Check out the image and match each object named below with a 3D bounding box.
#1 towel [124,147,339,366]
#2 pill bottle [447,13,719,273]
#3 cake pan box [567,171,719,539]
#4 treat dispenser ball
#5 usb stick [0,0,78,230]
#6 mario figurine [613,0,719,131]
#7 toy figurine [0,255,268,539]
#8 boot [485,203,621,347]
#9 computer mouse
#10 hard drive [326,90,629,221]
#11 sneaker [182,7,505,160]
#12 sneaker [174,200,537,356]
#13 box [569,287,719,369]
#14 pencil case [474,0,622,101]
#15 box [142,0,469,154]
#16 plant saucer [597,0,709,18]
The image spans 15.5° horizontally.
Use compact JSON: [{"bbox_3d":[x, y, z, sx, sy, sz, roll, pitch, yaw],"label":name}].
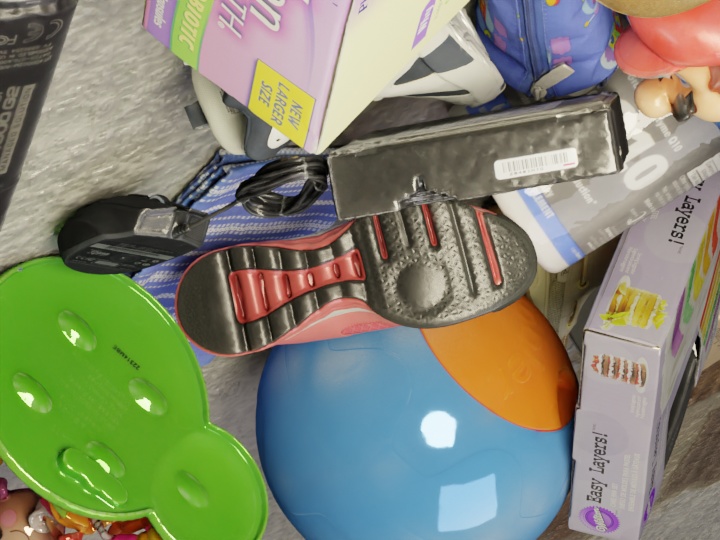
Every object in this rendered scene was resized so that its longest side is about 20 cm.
[{"bbox_3d":[-0.083,0.000,1.499,0.145,0.024,0.200,-4,146,-49],"label":"towel"},{"bbox_3d":[0.159,-0.096,1.478,0.200,0.114,0.114,-33,158,6],"label":"pill bottle"},{"bbox_3d":[0.174,0.038,1.574,0.200,0.052,0.184,90,22,-48],"label":"cake pan box"},{"bbox_3d":[0.035,0.092,1.605,0.201,0.201,0.201,-26,157,-12],"label":"treat dispenser ball"},{"bbox_3d":[-0.174,-0.072,1.221,0.055,0.033,0.200,-10,151,-26],"label":"usb stick"},{"bbox_3d":[0.191,-0.076,1.362,0.200,0.123,0.106,46,70,-32],"label":"mario figurine"},{"bbox_3d":[-0.176,0.114,1.454,0.184,0.200,0.150,-35,-162,44],"label":"toy figurine"},{"bbox_3d":[0.159,-0.018,1.705,0.155,0.073,0.200,-28,153,-9],"label":"boot"},{"bbox_3d":[-0.085,-0.035,1.331,0.059,0.034,0.200,12,159,-42],"label":"computer mouse"},{"bbox_3d":[0.064,-0.061,1.332,0.139,0.038,0.200,-9,-176,9],"label":"hard drive"},{"bbox_3d":[-0.019,-0.102,1.291,0.130,0.080,0.199,-34,159,15],"label":"sneaker"},{"bbox_3d":[0.000,0.000,1.463,0.200,0.074,0.087,-8,180,9],"label":"sneaker"},{"bbox_3d":[0.245,0.011,1.859,0.200,0.078,0.095,-34,158,9],"label":"box"},{"bbox_3d":[0.091,-0.155,1.307,0.078,0.087,0.200,3,157,7],"label":"pencil case"},{"bbox_3d":[0.017,-0.179,1.058,0.200,0.097,0.176,-47,167,-28],"label":"box"},{"bbox_3d":[0.169,-0.208,1.223,0.200,0.035,0.201,-22,125,-35],"label":"plant saucer"}]
